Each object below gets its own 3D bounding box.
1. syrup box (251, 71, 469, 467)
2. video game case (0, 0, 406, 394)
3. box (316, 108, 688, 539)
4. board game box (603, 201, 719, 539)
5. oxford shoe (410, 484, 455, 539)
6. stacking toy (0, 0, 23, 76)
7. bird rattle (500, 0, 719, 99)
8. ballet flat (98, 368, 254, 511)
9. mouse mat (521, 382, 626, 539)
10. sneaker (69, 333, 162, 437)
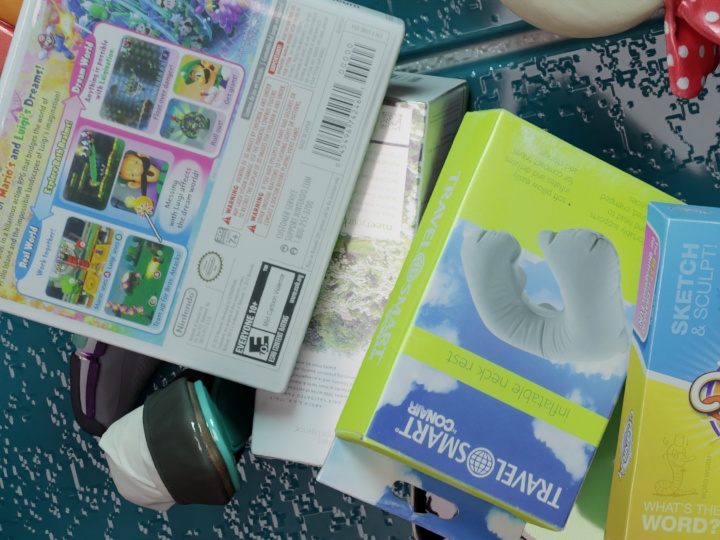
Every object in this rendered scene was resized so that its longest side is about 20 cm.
[{"bbox_3d":[0.000,0.000,1.484,0.078,0.081,0.201,9,104,16],"label":"syrup box"},{"bbox_3d":[-0.093,-0.056,1.418,0.181,0.024,0.201,17,106,-6],"label":"video game case"},{"bbox_3d":[0.072,0.035,1.425,0.122,0.048,0.201,25,82,-19],"label":"box"},{"bbox_3d":[0.205,0.072,1.418,0.152,0.040,0.201,4,102,-9],"label":"board game box"},{"bbox_3d":[0.069,0.052,1.474,0.071,0.074,0.201,12,102,19],"label":"oxford shoe"},{"bbox_3d":[-0.174,-0.120,1.508,0.146,0.146,0.200,32,123,9],"label":"stacking toy"},{"bbox_3d":[0.115,-0.174,1.384,0.113,0.163,0.201,1,108,59],"label":"bird rattle"},{"bbox_3d":[-0.092,0.090,1.465,0.068,0.200,0.068,-22,91,3],"label":"ballet flat"},{"bbox_3d":[0.188,0.094,1.482,0.161,0.008,0.200,32,108,10],"label":"mouse mat"},{"bbox_3d":[-0.095,0.001,1.520,0.087,0.074,0.201,15,103,9],"label":"sneaker"}]
